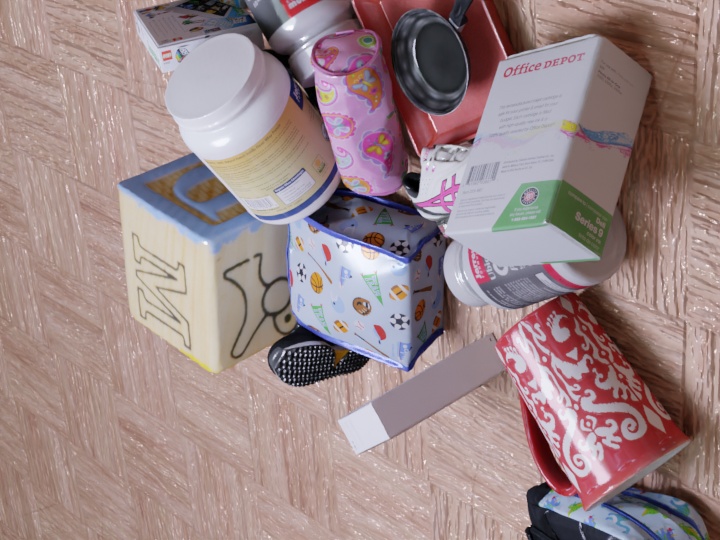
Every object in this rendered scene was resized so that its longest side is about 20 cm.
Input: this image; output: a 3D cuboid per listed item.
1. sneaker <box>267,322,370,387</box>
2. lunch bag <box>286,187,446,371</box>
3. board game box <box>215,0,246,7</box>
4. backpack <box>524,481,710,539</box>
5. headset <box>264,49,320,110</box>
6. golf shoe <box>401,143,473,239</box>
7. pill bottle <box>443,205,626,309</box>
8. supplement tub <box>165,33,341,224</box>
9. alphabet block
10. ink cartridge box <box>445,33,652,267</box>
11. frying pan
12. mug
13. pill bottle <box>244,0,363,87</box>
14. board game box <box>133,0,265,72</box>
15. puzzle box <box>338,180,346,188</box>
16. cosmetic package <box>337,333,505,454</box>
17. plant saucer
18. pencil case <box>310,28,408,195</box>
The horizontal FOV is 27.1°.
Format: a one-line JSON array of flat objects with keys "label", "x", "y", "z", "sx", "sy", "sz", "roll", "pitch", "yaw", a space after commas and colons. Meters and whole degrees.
[{"label": "sneaker", "x": -0.064, "y": 0.089, "z": 1.895, "sx": 0.090, "sy": 0.199, "sz": 0.070, "roll": 46, "pitch": 118, "yaw": 26}, {"label": "lunch bag", "x": 0.000, "y": 0.000, "z": 1.803, "sx": 0.198, "sy": 0.124, "sz": 0.171, "roll": 17, "pitch": 125, "yaw": 26}, {"label": "board game box", "x": -0.196, "y": -0.420, "z": 1.849, "sx": 0.199, "sy": 0.064, "sz": 0.149, "roll": 23, "pitch": 129, "yaw": 42}, {"label": "backpack", "x": 0.290, "y": 0.311, "z": 1.642, "sx": 0.200, "sy": 0.153, "sz": 0.165, "roll": -170, "pitch": 60, "yaw": -73}, {"label": "headset", "x": -0.118, "y": -0.233, "z": 1.883, "sx": 0.199, "sy": 0.094, "sz": 0.124, "roll": 33, "pitch": 133, "yaw": 14}, {"label": "golf shoe", "x": 0.103, "y": -0.101, "z": 1.619, "sx": 0.092, "sy": 0.073, "sz": 0.200, "roll": 38, "pitch": 153, "yaw": -4}, {"label": "pill bottle", "x": 0.177, "y": -0.020, "z": 1.582, "sx": 0.199, "sy": 0.110, "sz": 0.112, "roll": -22, "pitch": 94, "yaw": 55}, {"label": "supplement tub", "x": -0.121, "y": -0.163, "z": 1.727, "sx": 0.144, "sy": 0.145, "sz": 0.200, "roll": 23, "pitch": 162, "yaw": 43}, {"label": "alphabet block", "x": -0.178, "y": -0.022, "z": 1.927, "sx": 0.196, "sy": 0.194, "sz": 0.202, "roll": 32, "pitch": 134, "yaw": 39}, {"label": "ink cartridge box", "x": 0.182, "y": -0.112, "z": 1.443, "sx": 0.087, "sy": 0.202, "sz": 0.145, "roll": 28, "pitch": 160, "yaw": -33}, {"label": "frying pan", "x": 0.081, "y": -0.253, "z": 1.564, "sx": 0.115, "sy": 0.031, "sz": 0.191, "roll": 36, "pitch": 133, "yaw": 33}, {"label": "mug", "x": 0.224, "y": 0.148, "z": 1.600, "sx": 0.177, "sy": 0.133, "sz": 0.201, "roll": -39, "pitch": 74, "yaw": 24}, {"label": "pill bottle", "x": -0.075, "y": -0.320, "z": 1.712, "sx": 0.201, "sy": 0.113, "sz": 0.114, "roll": 60, "pitch": 145, "yaw": 4}, {"label": "board game box", "x": -0.199, "y": -0.293, "z": 1.814, "sx": 0.200, "sy": 0.125, "sz": 0.035, "roll": -126, "pitch": 25, "yaw": -63}, {"label": "puzzle box", "x": -0.068, "y": -0.059, "z": 1.948, "sx": 0.134, "sy": 0.025, "sz": 0.200, "roll": 58, "pitch": 145, "yaw": 7}, {"label": "cosmetic package", "x": 0.076, "y": 0.143, "z": 1.741, "sx": 0.051, "sy": 0.199, "sz": 0.082, "roll": 60, "pitch": 145, "yaw": 6}, {"label": "plant saucer", "x": 0.093, "y": -0.240, "z": 1.615, "sx": 0.199, "sy": 0.037, "sz": 0.201, "roll": -18, "pitch": 98, "yaw": 55}, {"label": "pencil case", "x": 0.001, "y": -0.175, "z": 1.676, "sx": 0.087, "sy": 0.087, "sz": 0.201, "roll": 33, "pitch": 155, "yaw": 35}]
